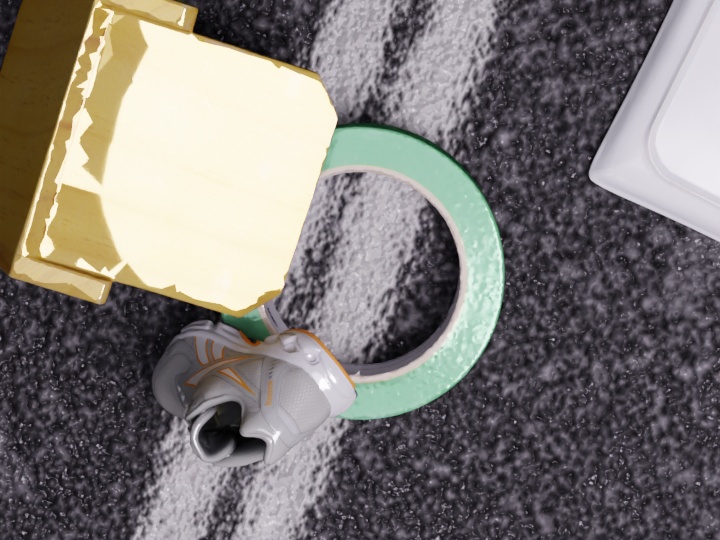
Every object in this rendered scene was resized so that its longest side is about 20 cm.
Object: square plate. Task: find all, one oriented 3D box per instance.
[{"bbox_3d":[0.286,-0.108,1.225,0.199,0.028,0.199,26,97,-1],"label":"square plate"}]

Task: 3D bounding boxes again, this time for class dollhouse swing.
[{"bbox_3d":[-0.142,-0.085,1.216,0.175,0.182,0.201,13,99,-30],"label":"dollhouse swing"}]

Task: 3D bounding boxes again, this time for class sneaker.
[{"bbox_3d":[-0.095,0.086,1.186,0.092,0.199,0.076,-44,111,-30],"label":"sneaker"}]

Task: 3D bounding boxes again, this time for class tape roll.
[{"bbox_3d":[0.000,0.000,1.241,0.199,0.048,0.202,0,98,2],"label":"tape roll"}]
